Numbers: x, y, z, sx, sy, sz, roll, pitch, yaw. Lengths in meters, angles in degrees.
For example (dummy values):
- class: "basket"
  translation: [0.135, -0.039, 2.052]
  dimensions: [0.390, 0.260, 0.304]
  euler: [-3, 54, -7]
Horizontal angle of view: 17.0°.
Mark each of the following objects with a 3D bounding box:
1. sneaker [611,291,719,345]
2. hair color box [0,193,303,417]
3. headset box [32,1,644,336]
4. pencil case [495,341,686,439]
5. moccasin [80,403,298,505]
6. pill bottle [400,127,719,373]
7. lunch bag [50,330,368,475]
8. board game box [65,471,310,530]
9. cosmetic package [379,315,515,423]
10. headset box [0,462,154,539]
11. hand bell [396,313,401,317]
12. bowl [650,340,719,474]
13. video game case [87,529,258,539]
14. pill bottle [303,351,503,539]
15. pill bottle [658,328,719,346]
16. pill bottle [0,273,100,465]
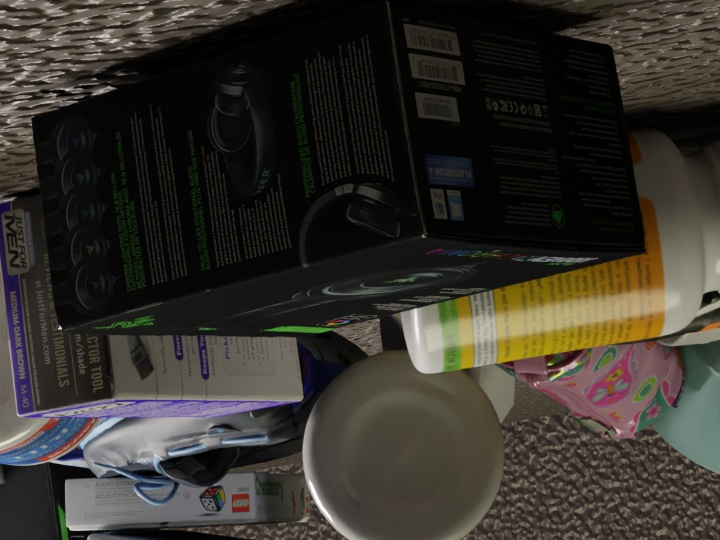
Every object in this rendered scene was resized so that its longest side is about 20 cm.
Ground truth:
- class: "sneaker"
  translation: [0.204, 0.014, 1.365]
  dimensions: [0.198, 0.070, 0.090]
  euler: [-16, 143, 10]
- class: "hair color box"
  translation: [-0.107, 0.020, 1.264]
  dimensions: [0.064, 0.110, 0.200]
  euler: [-11, 172, 24]
- class: "headset box"
  translation: [-0.014, -0.034, 1.002]
  dimensions: [0.199, 0.094, 0.174]
  euler: [-14, 170, 34]
- class: "pencil case"
  translation: [0.140, 0.050, 1.507]
  dimensions: [0.087, 0.088, 0.200]
  euler: [-12, 161, 19]
- class: "moccasin"
  translation: [-0.108, 0.103, 1.454]
  dimensions: [0.080, 0.069, 0.200]
  euler: [-27, 179, -34]
- class: "pill bottle"
  translation: [0.118, -0.015, 1.279]
  dimensions: [0.198, 0.112, 0.111]
  euler: [-9, 172, -3]
- class: "lunch bag"
  translation: [-0.098, 0.075, 1.633]
  dimensions: [0.198, 0.125, 0.170]
  euler: [-4, 173, 18]
- class: "board game box"
  translation: [-0.112, 0.156, 1.626]
  dimensions: [0.125, 0.035, 0.200]
  euler: [-3, 174, 8]
- class: "cosmetic package"
  translation: [0.060, 0.051, 1.596]
  dimensions: [0.051, 0.082, 0.200]
  euler: [-52, 165, -17]
- class: "headset box"
  translation: [-0.227, 0.132, 1.695]
  dimensions: [0.092, 0.176, 0.200]
  euler: [-11, 171, 16]
- class: "hand bell"
  translation: [0.000, 0.000, 1.432]
  dimensions: [0.199, 0.105, 0.104]
  euler: [1, 180, 37]
- class: "bowl"
  translation: [0.276, 0.031, 1.611]
  dimensions: [0.199, 0.202, 0.105]
  euler: [-9, 153, 1]
- class: "video game case"
  translation: [-0.061, 0.193, 1.595]
  dimensions: [0.198, 0.022, 0.182]
  euler: [5, 176, 12]
- class: "pill bottle"
  translation: [0.025, 0.117, 1.501]
  dimensions: [0.119, 0.121, 0.200]
  euler: [-9, 174, -1]
- class: "pill bottle"
  translation: [0.270, -0.010, 1.472]
  dimensions: [0.198, 0.121, 0.120]
  euler: [-6, 172, -20]
- class: "pill bottle"
  translation: [-0.204, 0.056, 1.406]
  dimensions: [0.111, 0.113, 0.200]
  euler: [-10, 172, 3]
